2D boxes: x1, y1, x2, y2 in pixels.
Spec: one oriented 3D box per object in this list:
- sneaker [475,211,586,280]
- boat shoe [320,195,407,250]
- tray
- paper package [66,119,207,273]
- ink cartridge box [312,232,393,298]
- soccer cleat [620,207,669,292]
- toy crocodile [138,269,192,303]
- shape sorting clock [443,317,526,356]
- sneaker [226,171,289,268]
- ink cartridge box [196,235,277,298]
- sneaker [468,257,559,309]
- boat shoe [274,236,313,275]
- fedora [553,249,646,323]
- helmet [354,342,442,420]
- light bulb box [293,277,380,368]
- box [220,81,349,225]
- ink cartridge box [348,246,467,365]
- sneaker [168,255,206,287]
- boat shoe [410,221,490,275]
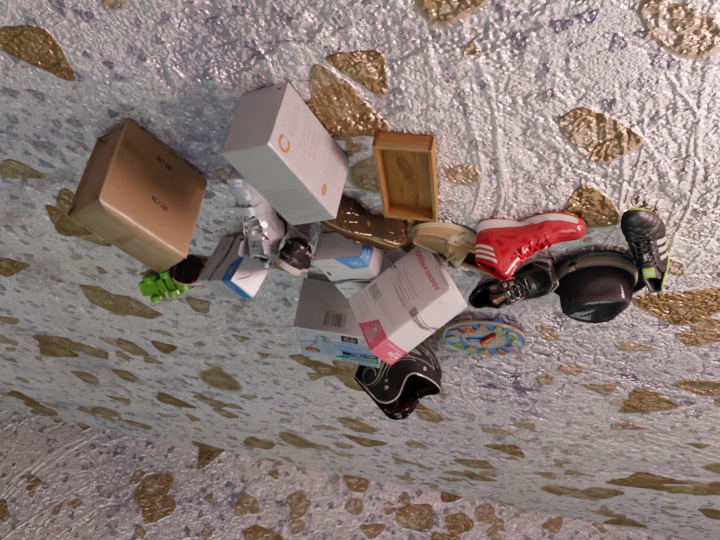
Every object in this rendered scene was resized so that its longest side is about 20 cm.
[{"bbox_3d":[0.299,-0.033,1.300,0.198,0.117,0.078,-5,147,30],"label":"sneaker"},{"bbox_3d":[-0.010,-0.083,1.383,0.198,0.073,0.068,20,149,-19],"label":"boat shoe"},{"bbox_3d":[0.081,-0.157,1.250,0.097,0.037,0.201,6,150,12],"label":"tray"},{"bbox_3d":[-0.394,-0.132,1.321,0.103,0.193,0.200,-17,141,36],"label":"paper package"},{"bbox_3d":[0.000,0.000,1.531,0.115,0.069,0.200,-4,148,28],"label":"ink cartridge box"},{"bbox_3d":[0.495,-0.034,1.257,0.067,0.082,0.200,-7,146,31],"label":"soccer cleat"},{"bbox_3d":[-0.477,0.033,1.796,0.198,0.062,0.068,-12,104,41],"label":"toy crocodile"},{"bbox_3d":[0.294,0.164,1.738,0.197,0.040,0.201,10,151,5],"label":"shape sorting clock"},{"bbox_3d":[-0.201,-0.093,1.393,0.074,0.116,0.200,-1,149,23],"label":"sneaker"},{"bbox_3d":[-0.270,-0.008,1.542,0.067,0.117,0.199,39,156,-30],"label":"ink cartridge box"},{"bbox_3d":[0.296,0.041,1.436,0.199,0.086,0.081,-26,95,48],"label":"sneaker"},{"bbox_3d":[-0.125,-0.037,1.449,0.073,0.061,0.200,32,-174,0],"label":"boat shoe"},{"bbox_3d":[0.451,0.043,1.400,0.198,0.093,0.201,9,152,5],"label":"fedora"},{"bbox_3d":[0.101,0.257,1.825,0.200,0.190,0.200,46,172,9],"label":"helmet"},{"bbox_3d":[-0.041,0.125,1.700,0.196,0.126,0.201,8,155,7],"label":"light bulb box"},{"bbox_3d":[-0.115,-0.183,1.187,0.096,0.126,0.200,-6,146,30],"label":"box"},{"bbox_3d":[0.092,0.065,1.443,0.199,0.147,0.083,-38,135,13],"label":"ink cartridge box"},{"bbox_3d":[-0.350,0.020,1.701,0.197,0.075,0.087,4,152,16],"label":"sneaker"},{"bbox_3d":[0.189,-0.038,1.387,0.197,0.067,0.074,13,152,-1],"label":"boat shoe"}]
